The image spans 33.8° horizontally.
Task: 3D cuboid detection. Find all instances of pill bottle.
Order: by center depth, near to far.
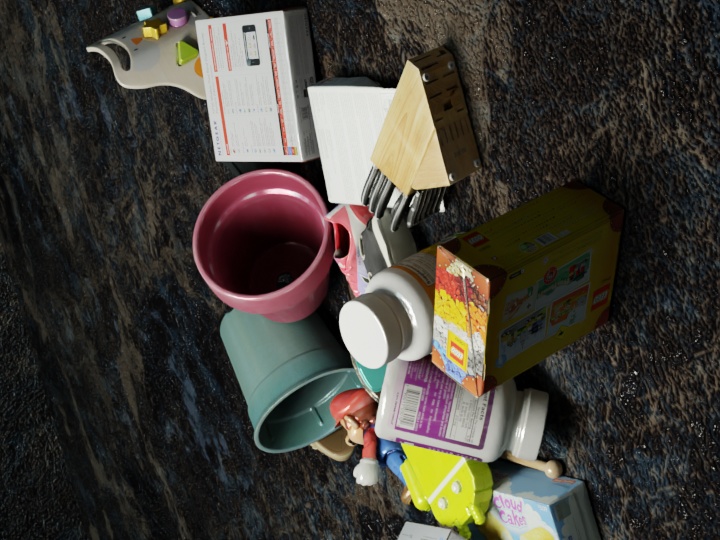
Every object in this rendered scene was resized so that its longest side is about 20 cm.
[{"bbox_3d":[0.074,0.038,1.397,0.110,0.198,0.113,29,131,39],"label":"pill bottle"},{"bbox_3d":[0.123,0.167,1.427,0.196,0.113,0.113,13,134,5],"label":"pill bottle"}]

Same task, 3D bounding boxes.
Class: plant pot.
[{"bbox_3d":[-0.122,-0.017,1.699,0.201,0.199,0.179,51,174,24],"label":"plant pot"},{"bbox_3d":[-0.113,0.140,1.818,0.197,0.197,0.202,57,150,30],"label":"plant pot"}]

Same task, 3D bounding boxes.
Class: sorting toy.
[{"bbox_3d":[-0.315,-0.337,1.804,0.200,0.178,0.108,43,144,34],"label":"sorting toy"}]

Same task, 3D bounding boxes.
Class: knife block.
[{"bbox_3d":[0.053,-0.151,1.415,0.174,0.064,0.203,-1,111,47],"label":"knife block"}]

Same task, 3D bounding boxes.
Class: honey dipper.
[{"bbox_3d":[0.188,0.239,1.535,0.199,0.038,0.039,9,119,52],"label":"honey dipper"}]

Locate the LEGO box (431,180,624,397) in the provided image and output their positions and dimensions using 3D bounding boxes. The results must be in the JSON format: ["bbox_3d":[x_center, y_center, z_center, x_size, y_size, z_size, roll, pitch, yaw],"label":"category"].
[{"bbox_3d":[0.174,0.016,1.227,0.077,0.198,0.151,36,139,39],"label":"LEGO box"}]

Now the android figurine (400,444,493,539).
[{"bbox_3d":[0.109,0.249,1.546,0.202,0.040,0.183,66,147,26],"label":"android figurine"}]

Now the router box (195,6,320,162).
[{"bbox_3d":[-0.140,-0.254,1.636,0.177,0.048,0.204,6,109,41],"label":"router box"}]

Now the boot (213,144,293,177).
[{"bbox_3d":[-0.158,-0.218,1.749,0.198,0.073,0.165,38,135,38],"label":"boot"}]

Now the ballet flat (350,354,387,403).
[{"bbox_3d":[0.048,0.172,1.696,0.201,0.067,0.075,54,174,19],"label":"ballet flat"}]

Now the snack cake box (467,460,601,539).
[{"bbox_3d":[0.213,0.318,1.512,0.199,0.067,0.117,0,112,59],"label":"snack cake box"}]

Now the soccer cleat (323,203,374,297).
[{"bbox_3d":[0.000,0.000,1.628,0.066,0.076,0.203,17,125,53],"label":"soccer cleat"}]

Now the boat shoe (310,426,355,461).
[{"bbox_3d":[-0.064,0.255,1.933,0.200,0.070,0.065,43,151,49],"label":"boat shoe"}]

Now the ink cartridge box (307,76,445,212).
[{"bbox_3d":[0.029,-0.165,1.517,0.198,0.050,0.165,7,117,38],"label":"ink cartridge box"}]

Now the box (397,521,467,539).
[{"bbox_3d":[0.159,0.401,1.562,0.198,0.042,0.156,33,163,-14],"label":"box"}]

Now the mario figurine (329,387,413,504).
[{"bbox_3d":[0.026,0.258,1.716,0.200,0.106,0.124,44,176,25],"label":"mario figurine"}]

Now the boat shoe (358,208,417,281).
[{"bbox_3d":[0.046,0.020,1.505,0.060,0.073,0.203,-44,58,44],"label":"boat shoe"}]
